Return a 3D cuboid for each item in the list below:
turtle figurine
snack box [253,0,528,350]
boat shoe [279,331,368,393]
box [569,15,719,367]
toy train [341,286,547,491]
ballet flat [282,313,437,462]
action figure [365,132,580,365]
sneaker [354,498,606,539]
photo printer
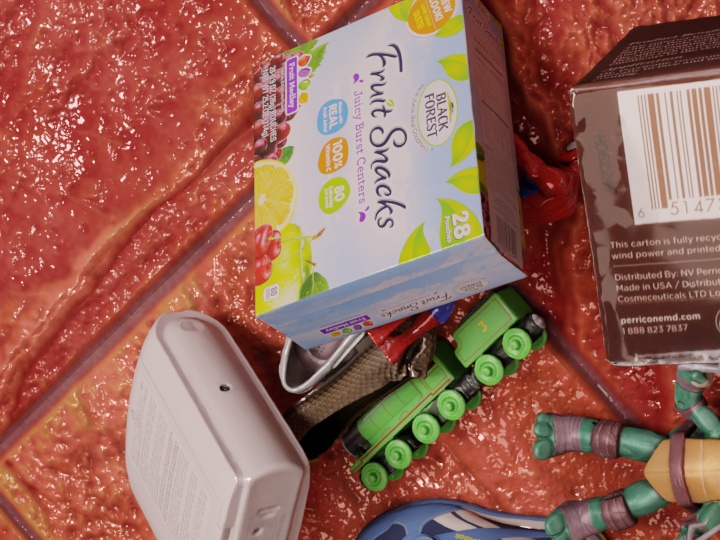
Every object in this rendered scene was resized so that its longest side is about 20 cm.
[{"bbox_3d":[0.216,0.134,1.024,0.199,0.100,0.151,-12,68,37],"label":"turtle figurine"},{"bbox_3d":[0.015,-0.069,0.992,0.168,0.068,0.201,-19,57,26],"label":"snack box"},{"bbox_3d":[-0.002,0.000,1.085,0.074,0.065,0.202,33,117,8],"label":"boat shoe"},{"bbox_3d":[0.231,-0.058,0.899,0.165,0.200,0.165,-5,106,23],"label":"box"},{"bbox_3d":[0.055,0.087,1.108,0.056,0.042,0.200,50,118,11],"label":"toy train"},{"bbox_3d":[-0.009,0.099,1.107,0.200,0.067,0.046,-45,73,32],"label":"ballet flat"},{"bbox_3d":[0.068,-0.039,1.031,0.200,0.065,0.099,-37,65,-1],"label":"action figure"},{"bbox_3d":[0.080,0.217,1.118,0.199,0.082,0.074,-2,109,23],"label":"sneaker"},{"bbox_3d":[-0.114,0.140,1.124,0.200,0.069,0.167,52,139,44],"label":"photo printer"}]
